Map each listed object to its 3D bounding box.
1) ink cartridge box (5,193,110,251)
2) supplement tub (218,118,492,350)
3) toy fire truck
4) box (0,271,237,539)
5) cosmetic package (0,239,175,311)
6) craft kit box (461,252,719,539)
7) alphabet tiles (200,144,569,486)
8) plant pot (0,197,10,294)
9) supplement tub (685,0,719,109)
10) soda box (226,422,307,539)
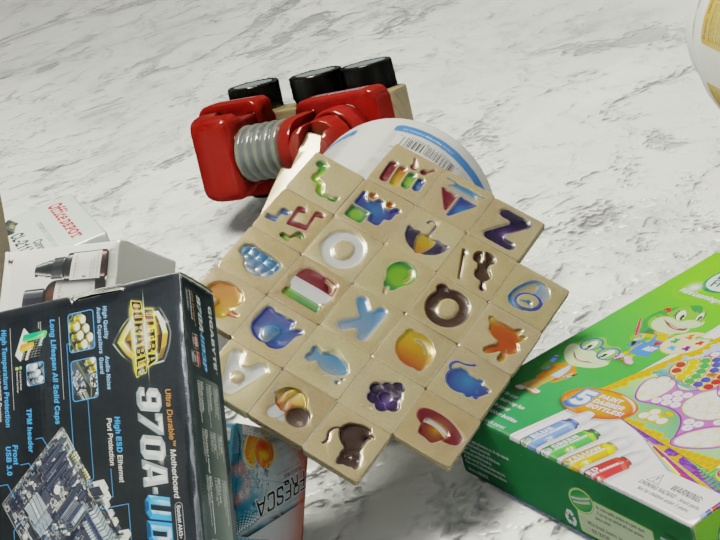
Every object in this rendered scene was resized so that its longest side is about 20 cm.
[{"bbox_3d":[-0.281,0.027,1.223,0.198,0.084,0.146,-24,21,-14],"label":"ink cartridge box"},{"bbox_3d":[0.000,0.000,0.991,0.130,0.133,0.200,-8,23,25],"label":"supplement tub"},{"bbox_3d":[-0.066,-0.080,1.296,0.174,0.130,0.200,-5,14,31],"label":"toy fire truck"},{"bbox_3d":[-0.137,0.115,0.746,0.157,0.203,0.046,-13,-18,15],"label":"box"},{"bbox_3d":[-0.147,0.090,0.815,0.082,0.203,0.050,-6,-17,34],"label":"cosmetic package"},{"bbox_3d":[0.176,0.066,0.807,0.196,0.049,0.199,-25,22,-24],"label":"craft kit box"},{"bbox_3d":[0.009,0.016,0.856,0.165,0.006,0.200,29,55,15],"label":"alphabet tiles"},{"bbox_3d":[-0.323,0.065,0.935,0.198,0.203,0.177,-6,6,28],"label":"plant pot"},{"bbox_3d":[0.309,-0.150,1.087,0.143,0.146,0.200,-19,21,-3],"label":"supplement tub"},{"bbox_3d":[-0.125,0.116,0.867,0.198,0.064,0.068,-5,-13,34],"label":"soda box"}]
